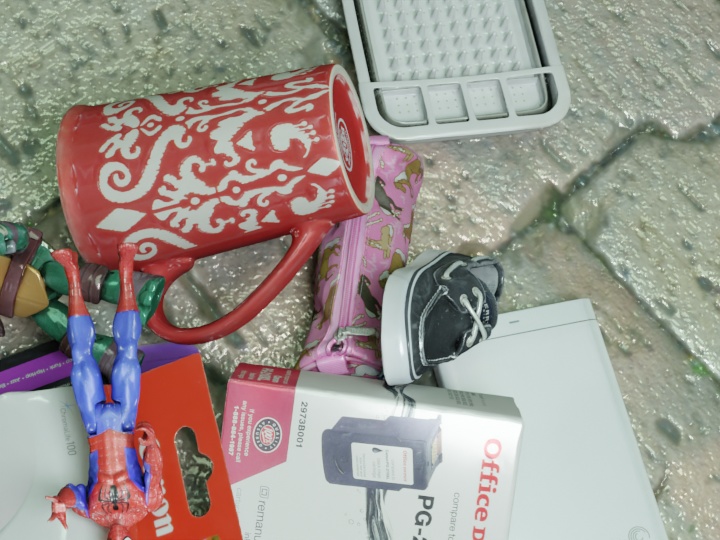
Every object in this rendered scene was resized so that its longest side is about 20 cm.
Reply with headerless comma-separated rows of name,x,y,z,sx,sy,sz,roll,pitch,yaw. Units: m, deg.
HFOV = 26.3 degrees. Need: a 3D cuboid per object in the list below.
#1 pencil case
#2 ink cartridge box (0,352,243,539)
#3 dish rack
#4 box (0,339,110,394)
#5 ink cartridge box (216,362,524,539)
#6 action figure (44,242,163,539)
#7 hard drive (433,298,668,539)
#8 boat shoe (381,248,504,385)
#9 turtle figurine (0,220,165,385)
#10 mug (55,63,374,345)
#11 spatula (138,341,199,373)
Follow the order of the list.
pencil case,0.000,0.000,1.143,0.083,0.086,0.201,24,58,-28
ink cartridge box,-0.186,0.149,0.989,0.199,0.057,0.163,-23,64,13
dish rack,0.071,-0.190,1.269,0.171,0.044,0.201,-7,66,-10
box,-0.221,0.153,1.064,0.142,0.036,0.201,-20,65,-11
ink cartridge box,0.003,0.150,1.041,0.199,0.084,0.146,7,94,0
action figure,-0.157,0.083,0.938,0.065,0.099,0.201,-6,85,-3
hard drive,0.136,0.125,1.140,0.131,0.027,0.201,-10,67,-12
boat shoe,0.063,0.029,1.092,0.067,0.200,0.072,-1,102,16
turtle figurine,-0.239,0.013,1.048,0.199,0.150,0.101,19,46,-1
mug,-0.093,-0.055,1.110,0.199,0.178,0.134,-12,20,13
spatula,-0.136,0.143,1.094,0.056,0.021,0.201,-9,69,8
